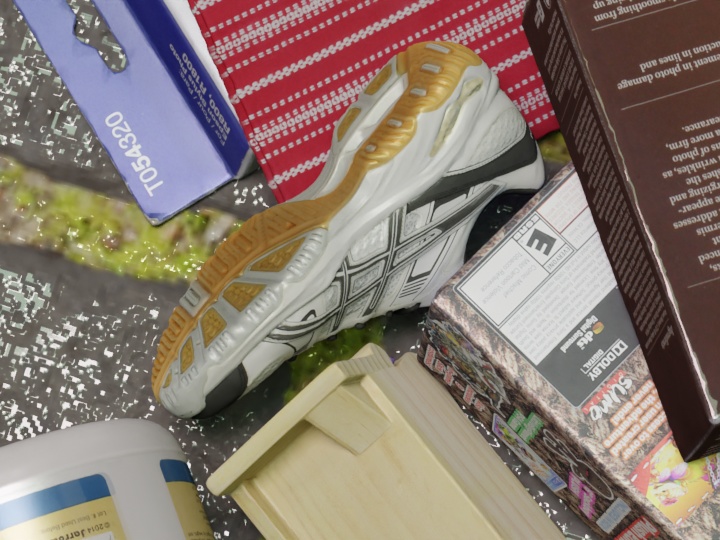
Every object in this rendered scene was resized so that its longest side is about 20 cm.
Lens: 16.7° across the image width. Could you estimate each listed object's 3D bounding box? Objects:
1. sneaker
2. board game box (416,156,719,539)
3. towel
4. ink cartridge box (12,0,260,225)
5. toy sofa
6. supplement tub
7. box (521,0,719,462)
[{"bbox_3d":[0.000,0.000,1.044,0.200,0.076,0.088,-46,118,0],"label":"sneaker"},{"bbox_3d":[0.150,0.040,1.029,0.159,0.097,0.200,-43,80,-13],"label":"board game box"},{"bbox_3d":[-0.001,-0.120,1.055,0.144,0.022,0.201,-28,116,-9],"label":"towel"},{"bbox_3d":[-0.060,-0.154,1.114,0.199,0.043,0.197,-32,79,-7],"label":"ink cartridge box"},{"bbox_3d":[0.036,0.132,1.035,0.083,0.098,0.200,-43,79,17],"label":"toy sofa"},{"bbox_3d":[-0.110,0.175,0.986,0.144,0.145,0.201,-20,77,-3],"label":"supplement tub"},{"bbox_3d":[0.144,-0.037,0.965,0.100,0.075,0.201,-16,73,-8],"label":"box"}]
